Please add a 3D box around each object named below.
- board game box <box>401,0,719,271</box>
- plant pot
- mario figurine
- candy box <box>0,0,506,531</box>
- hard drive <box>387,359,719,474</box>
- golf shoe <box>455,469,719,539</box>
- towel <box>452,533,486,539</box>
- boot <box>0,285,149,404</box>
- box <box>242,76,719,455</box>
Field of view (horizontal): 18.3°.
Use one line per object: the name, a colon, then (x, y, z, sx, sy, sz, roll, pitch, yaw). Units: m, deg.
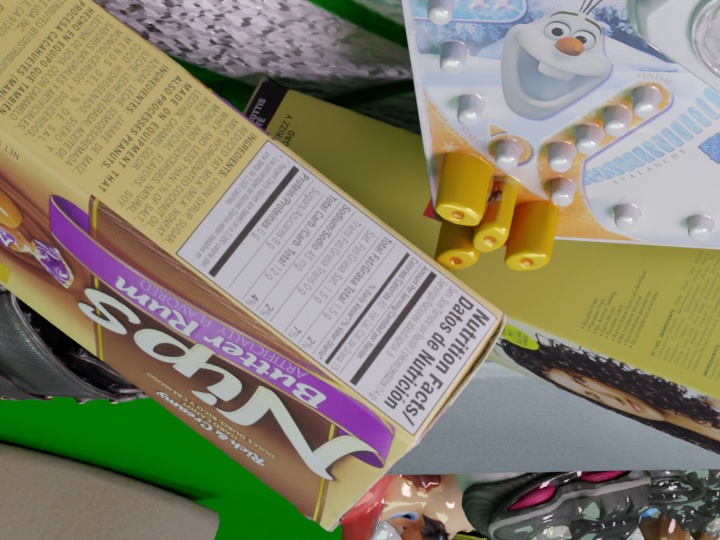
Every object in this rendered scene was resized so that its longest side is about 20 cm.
board game box: (0.107, -0.060, 0.580, 0.199, 0.026, 0.200, 4, 144, 12)
plant pot: (-0.233, 0.196, 1.293, 0.177, 0.201, 0.199, 37, 148, -32)
mario figurine: (0.066, 0.115, 1.039, 0.199, 0.106, 0.124, 5, 131, -11)
candy box: (-0.061, -0.009, 0.701, 0.200, 0.057, 0.117, 39, 156, 1)
hard drive: (0.074, 0.044, 0.842, 0.199, 0.033, 0.140, -2, 159, 16)
golf shoe: (0.134, 0.070, 0.957, 0.199, 0.088, 0.077, -9, 146, -22)
towel: (0.082, 0.193, 1.397, 0.086, 0.018, 0.200, 8, 162, 18)
boot: (-0.168, 0.048, 1.008, 0.173, 0.070, 0.200, -1, 157, 25)
box: (0.051, 0.001, 0.724, 0.199, 0.050, 0.075, 22, 167, 26)
